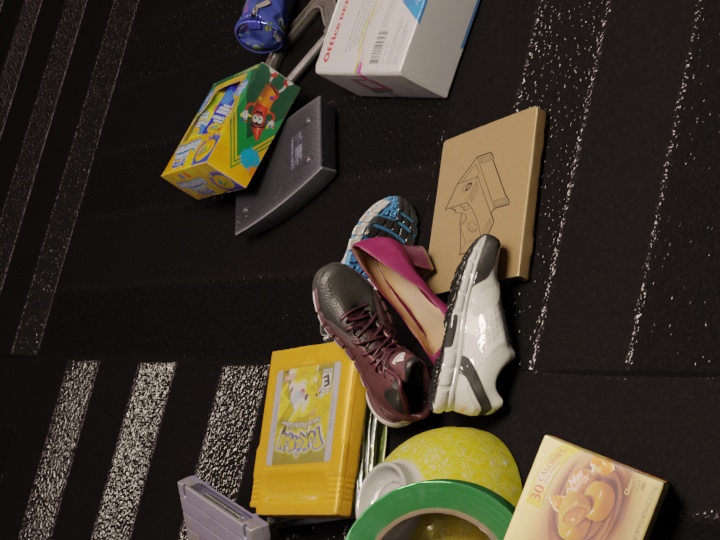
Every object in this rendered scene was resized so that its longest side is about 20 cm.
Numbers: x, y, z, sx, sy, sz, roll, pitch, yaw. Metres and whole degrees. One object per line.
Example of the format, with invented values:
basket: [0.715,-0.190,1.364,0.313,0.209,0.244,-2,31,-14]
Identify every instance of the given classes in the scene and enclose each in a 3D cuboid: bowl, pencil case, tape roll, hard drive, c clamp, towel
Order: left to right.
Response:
pencil case: [-0.128,-0.417,2.106,0.078,0.087,0.200,8,66,12]
hard drive: [-0.101,-0.137,1.964,0.200,0.042,0.135,-34,46,41]
c clamp: [-0.079,-0.317,2.047,0.200,0.027,0.171,-41,41,36]
towel: [-0.041,0.208,1.682,0.200,0.048,0.172,-20,56,49]
bowl: [0.060,0.248,1.465,0.200,0.108,0.201,-30,50,43]
tape roll: [0.078,0.300,1.362,0.200,0.048,0.201,-2,84,15]

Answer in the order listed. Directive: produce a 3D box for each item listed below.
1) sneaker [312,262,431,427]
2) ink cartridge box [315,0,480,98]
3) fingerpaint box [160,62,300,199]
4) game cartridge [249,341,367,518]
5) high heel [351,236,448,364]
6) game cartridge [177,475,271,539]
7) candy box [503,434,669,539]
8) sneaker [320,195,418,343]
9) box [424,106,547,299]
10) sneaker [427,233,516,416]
sneaker: [0.026,0.077,1.548,0.076,0.200,0.115,-32,7,-19]
ink cartridge box: [0.045,-0.300,1.815,0.200,0.085,0.145,13,82,55]
fingerpaint box: [-0.188,-0.195,2.033,0.167,0.073,0.200,-63,22,-14]
game cartridge: [-0.060,0.185,1.654,0.176,0.032,0.200,-13,63,51]
high heel: [0.056,0.049,1.570,0.067,0.096,0.200,-55,47,34]
game cartridge: [-0.157,0.336,1.732,0.200,0.038,0.130,17,124,56]
candy box: [0.186,0.261,1.282,0.115,0.055,0.200,21,90,20]
sneaker: [0.000,0.000,1.727,0.200,0.075,0.087,-62,10,-6]
box: [0.138,-0.072,1.612,0.163,0.021,0.200,-15,61,51]
sneaker: [0.127,0.060,1.512,0.074,0.080,0.200,111,171,-77]
